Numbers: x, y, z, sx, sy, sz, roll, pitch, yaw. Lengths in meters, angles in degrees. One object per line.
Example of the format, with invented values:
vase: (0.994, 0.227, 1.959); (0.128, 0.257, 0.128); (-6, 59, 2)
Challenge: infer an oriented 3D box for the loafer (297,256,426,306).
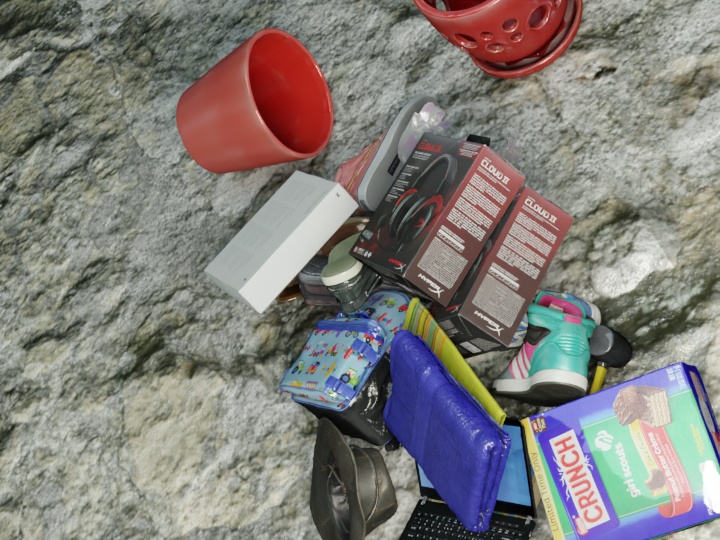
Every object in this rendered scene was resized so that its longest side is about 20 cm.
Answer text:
loafer: (0.014, 0.022, 1.770); (0.199, 0.063, 0.072); (5, 34, 13)

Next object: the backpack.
backpack: (0.018, 0.106, 1.659); (0.200, 0.134, 0.182); (-55, 24, -14)

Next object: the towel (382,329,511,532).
towel: (0.095, 0.175, 1.462); (0.049, 0.148, 0.200); (-16, 43, -23)

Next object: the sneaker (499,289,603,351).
sneaker: (0.195, 0.053, 1.626); (0.199, 0.077, 0.076); (-8, 61, 33)

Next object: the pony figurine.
pony figurine: (0.104, -0.099, 1.732); (0.193, 0.166, 0.200); (-49, 24, 35)

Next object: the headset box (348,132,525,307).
headset box: (0.093, -0.072, 1.555); (0.200, 0.075, 0.149); (-57, 28, -4)

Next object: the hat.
hat: (0.000, 0.273, 1.606); (0.081, 0.201, 0.201); (-8, 47, -20)

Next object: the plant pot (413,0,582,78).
plant pot: (0.192, -0.378, 1.809); (0.200, 0.182, 0.201); (-16, 56, 26)

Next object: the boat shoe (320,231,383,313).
boat shoe: (0.002, -0.001, 1.691); (0.074, 0.066, 0.199); (-19, 14, 14)

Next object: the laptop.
laptop: (0.098, 0.270, 1.494); (0.177, 0.103, 0.200); (1, 52, 45)

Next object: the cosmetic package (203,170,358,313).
cosmetic package: (-0.111, -0.043, 1.810); (0.200, 0.052, 0.151); (-48, 23, -9)

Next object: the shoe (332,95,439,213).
shoe: (0.032, -0.167, 1.869); (0.091, 0.071, 0.201); (6, 58, 50)

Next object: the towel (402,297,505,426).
towel: (0.099, 0.124, 1.495); (0.018, 0.086, 0.200); (-12, 45, -25)

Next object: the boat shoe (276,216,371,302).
boat shoe: (-0.044, -0.011, 1.835); (0.200, 0.076, 0.072); (-27, 55, 30)

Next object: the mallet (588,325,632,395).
mallet: (0.260, 0.159, 1.526); (0.041, 0.066, 0.201); (13, 72, 37)

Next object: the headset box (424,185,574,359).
headset box: (0.159, -0.002, 1.559); (0.201, 0.077, 0.149); (-61, 12, -17)

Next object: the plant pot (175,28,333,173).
plant pot: (-0.168, -0.239, 1.981); (0.177, 0.200, 0.201); (-18, 54, 35)

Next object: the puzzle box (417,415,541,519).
puzzle box: (0.146, 0.267, 1.568); (0.133, 0.025, 0.201); (15, 74, 40)

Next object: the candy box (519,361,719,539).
candy box: (0.294, 0.212, 1.440); (0.199, 0.077, 0.170); (-24, 70, 23)

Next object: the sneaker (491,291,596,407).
sneaker: (0.213, 0.089, 1.534); (0.200, 0.083, 0.121); (148, 137, -70)
